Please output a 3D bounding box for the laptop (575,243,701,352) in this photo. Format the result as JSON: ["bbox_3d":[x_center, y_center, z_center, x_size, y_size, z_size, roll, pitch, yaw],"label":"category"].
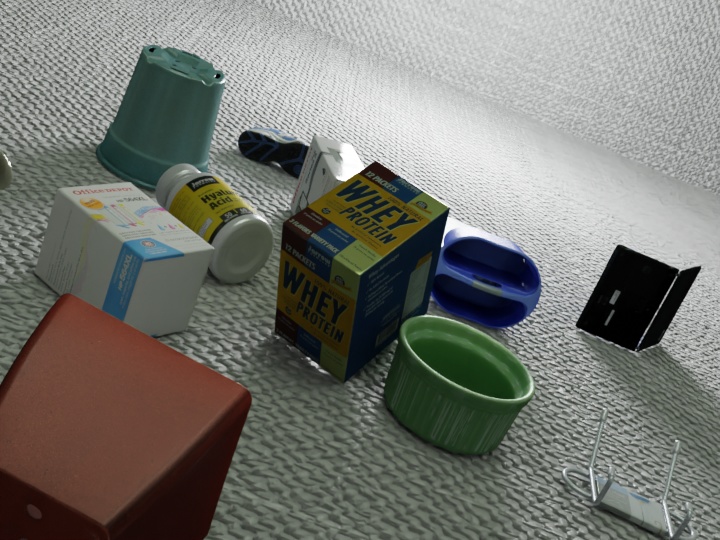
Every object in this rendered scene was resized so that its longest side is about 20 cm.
[{"bbox_3d":[0.520,0.048,1.934,0.197,0.179,0.104,22,21,-5],"label":"laptop"}]

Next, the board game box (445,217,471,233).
[{"bbox_3d":[0.147,-0.058,1.977,0.197,0.044,0.199,24,22,-2],"label":"board game box"}]

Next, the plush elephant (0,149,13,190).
[{"bbox_3d":[-0.529,-0.105,1.299,0.155,0.162,0.203,54,24,-59],"label":"plush elephant"}]

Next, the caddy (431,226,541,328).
[{"bbox_3d":[0.206,0.013,1.750,0.197,0.143,0.105,19,19,-9],"label":"caddy"}]

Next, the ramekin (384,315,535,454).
[{"bbox_3d":[0.127,0.157,1.403,0.197,0.099,0.201,20,22,-9],"label":"ramekin"}]

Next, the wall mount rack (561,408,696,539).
[{"bbox_3d":[0.375,0.279,1.409,0.197,0.075,0.174,25,22,0],"label":"wall mount rack"}]

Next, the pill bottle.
[{"bbox_3d":[-0.226,-0.077,1.560,0.110,0.113,0.200,-1,32,-45],"label":"pill bottle"}]

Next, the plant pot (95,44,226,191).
[{"bbox_3d":[-0.325,-0.260,1.758,0.197,0.198,0.201,20,23,-9],"label":"plant pot"}]

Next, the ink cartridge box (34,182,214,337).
[{"bbox_3d":[-0.311,-0.020,1.326,0.199,0.127,0.128,36,25,26],"label":"ink cartridge box"}]

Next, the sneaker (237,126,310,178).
[{"bbox_3d":[-0.140,-0.238,2.050,0.197,0.077,0.077,24,26,-3],"label":"sneaker"}]

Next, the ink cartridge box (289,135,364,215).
[{"bbox_3d":[-0.050,-0.123,1.790,0.083,0.147,0.201,13,24,-20],"label":"ink cartridge box"}]

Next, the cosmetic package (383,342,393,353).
[{"bbox_3d":[0.035,0.054,1.605,0.082,0.051,0.200,27,23,4],"label":"cosmetic package"}]

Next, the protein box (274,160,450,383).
[{"bbox_3d":[0.000,0.000,1.413,0.134,0.202,0.198,33,48,24],"label":"protein box"}]

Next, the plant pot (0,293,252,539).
[{"bbox_3d":[-0.236,0.178,0.891,0.198,0.202,0.177,26,33,8],"label":"plant pot"}]
